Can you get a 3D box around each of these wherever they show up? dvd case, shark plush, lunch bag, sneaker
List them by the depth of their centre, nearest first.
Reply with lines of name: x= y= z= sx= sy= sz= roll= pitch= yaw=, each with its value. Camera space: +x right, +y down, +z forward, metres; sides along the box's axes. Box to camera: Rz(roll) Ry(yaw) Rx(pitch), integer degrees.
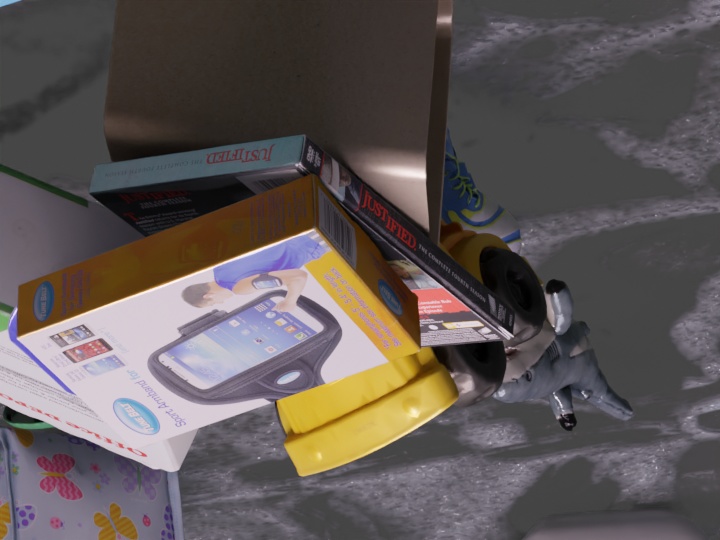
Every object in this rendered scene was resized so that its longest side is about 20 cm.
dvd case: x=-0.029 y=-0.009 z=1.519 sx=0.145 sy=0.022 sz=0.200 roll=-6 pitch=150 yaw=38
sneaker: x=0.046 y=-0.048 z=1.828 sx=0.199 sy=0.076 sz=0.105 roll=12 pitch=147 yaw=-37
shark plush: x=0.139 y=0.082 z=2.126 sx=0.090 sy=0.084 sz=0.200 roll=-16 pitch=154 yaw=15
lunch bag: x=-0.228 y=0.236 z=2.190 sx=0.169 sy=0.201 sz=0.127 roll=9 pitch=149 yaw=-36

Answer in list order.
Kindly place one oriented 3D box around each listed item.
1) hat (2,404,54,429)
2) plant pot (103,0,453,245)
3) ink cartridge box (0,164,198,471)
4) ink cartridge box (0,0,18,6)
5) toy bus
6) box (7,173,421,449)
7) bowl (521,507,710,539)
hat: x=-0.193 y=-0.003 z=1.913 sx=0.165 sy=0.177 sz=0.200 roll=-17 pitch=-168 yaw=12
plant pot: x=-0.042 y=-0.104 z=1.565 sx=0.176 sy=0.201 sz=0.200 roll=3 pitch=156 yaw=4
ink cartridge box: x=-0.164 y=0.029 z=1.649 sx=0.146 sy=0.083 sz=0.200 roll=22 pitch=161 yaw=10
ink cartridge box: x=-0.272 y=-0.184 z=1.367 sx=0.199 sy=0.129 sz=0.125 roll=-16 pitch=154 yaw=14
toy bus: x=0.000 y=0.000 z=1.730 sx=0.135 sy=0.193 sz=0.200 roll=-28 pitch=-172 yaw=30
box: x=-0.082 y=0.028 z=1.472 sx=0.199 sy=0.042 sz=0.119 roll=-22 pitch=138 yaw=19
bowl: x=0.212 y=0.274 z=2.570 sx=0.198 sy=0.075 sz=0.200 roll=-3 pitch=154 yaw=-13
